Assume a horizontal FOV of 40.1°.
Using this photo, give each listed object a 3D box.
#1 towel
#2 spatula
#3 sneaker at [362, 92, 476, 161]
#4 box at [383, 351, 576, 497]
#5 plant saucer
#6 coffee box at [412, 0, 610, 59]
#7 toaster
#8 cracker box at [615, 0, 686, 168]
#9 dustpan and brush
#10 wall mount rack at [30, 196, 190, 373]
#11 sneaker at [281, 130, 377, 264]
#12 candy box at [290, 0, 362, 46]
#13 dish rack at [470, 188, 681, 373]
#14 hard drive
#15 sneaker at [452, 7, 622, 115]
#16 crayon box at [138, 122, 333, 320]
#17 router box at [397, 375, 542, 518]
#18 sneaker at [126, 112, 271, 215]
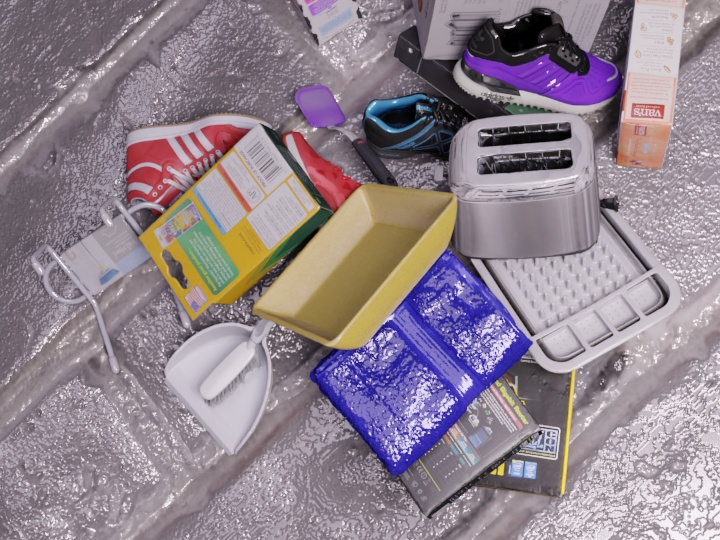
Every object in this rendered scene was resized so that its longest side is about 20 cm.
[{"bbox_3d":[0.058,0.087,1.000,0.200,0.050,0.148,-45,70,-2],"label":"towel"},{"bbox_3d":[-0.014,-0.158,1.178,0.056,0.021,0.200,-15,48,-32],"label":"spatula"},{"bbox_3d":[0.098,-0.168,1.153,0.196,0.082,0.075,-3,73,10],"label":"sneaker"},{"bbox_3d":[0.133,0.155,1.084,0.196,0.049,0.163,6,80,14],"label":"box"},{"bbox_3d":[0.000,0.000,1.035,0.201,0.049,0.199,-50,27,-14],"label":"plant saucer"},{"bbox_3d":[0.163,-0.372,1.081,0.196,0.201,0.201,-2,60,-8],"label":"coffee box"},{"bbox_3d":[0.179,-0.088,1.045,0.196,0.130,0.115,-1,59,14],"label":"toaster"},{"bbox_3d":[0.322,-0.231,1.090,0.057,0.134,0.204,6,77,13],"label":"cracker box"},{"bbox_3d":[-0.134,0.096,1.151,0.139,0.057,0.200,43,88,18],"label":"dustpan and brush"},{"bbox_3d":[-0.297,0.015,1.195,0.198,0.075,0.175,-31,109,17],"label":"wall mount rack"},{"bbox_3d":[-0.012,-0.092,1.176,0.114,0.078,0.202,-24,79,-7],"label":"sneaker"},{"bbox_3d":[-0.082,-0.395,1.186,0.071,0.200,0.169,-31,72,2],"label":"candy box"},{"bbox_3d":[0.229,0.010,1.073,0.170,0.044,0.201,-29,57,-3],"label":"dish rack"},{"bbox_3d":[0.154,-0.233,1.145,0.199,0.038,0.139,38,53,18],"label":"hard drive"},{"bbox_3d":[0.206,-0.231,1.064,0.196,0.100,0.070,1,50,-18],"label":"sneaker"},{"bbox_3d":[-0.144,-0.053,1.135,0.199,0.051,0.126,-40,76,12],"label":"crayon box"},{"bbox_3d":[0.075,0.133,1.044,0.149,0.062,0.201,-36,71,2],"label":"router box"},{"bbox_3d":[-0.201,-0.125,1.215,0.196,0.071,0.115,-6,71,19],"label":"sneaker"}]
